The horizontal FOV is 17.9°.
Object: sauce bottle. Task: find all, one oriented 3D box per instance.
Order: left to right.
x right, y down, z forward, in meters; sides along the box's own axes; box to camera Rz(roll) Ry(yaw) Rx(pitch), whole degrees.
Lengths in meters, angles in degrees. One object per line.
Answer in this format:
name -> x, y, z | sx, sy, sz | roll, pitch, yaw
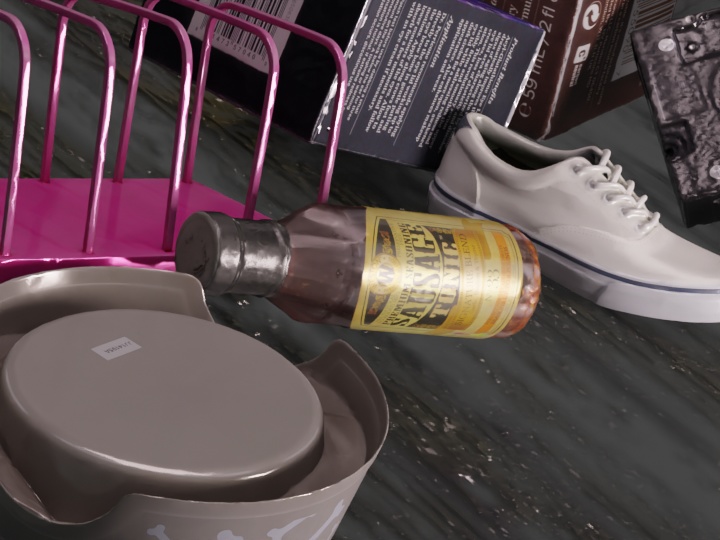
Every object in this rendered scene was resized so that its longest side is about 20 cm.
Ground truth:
sauce bottle -> 0.000, 0.000, 1.159 | 0.200, 0.066, 0.066 | 3, 27, -37

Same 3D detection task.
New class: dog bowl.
dog bowl -> -0.090, 0.070, 1.013 | 0.200, 0.059, 0.200 | 11, 25, -5

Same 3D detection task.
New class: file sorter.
file sorter -> -0.125, -0.075, 1.167 | 0.200, 0.126, 0.139 | -2, 18, -38

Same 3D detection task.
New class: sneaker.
sneaker -> 0.131, -0.031, 1.299 | 0.200, 0.071, 0.073 | 22, 27, 18

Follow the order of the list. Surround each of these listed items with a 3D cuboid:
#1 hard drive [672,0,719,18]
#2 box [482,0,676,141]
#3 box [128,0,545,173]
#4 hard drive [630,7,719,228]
hard drive -> 0.286, -0.179, 1.603 | 0.132, 0.027, 0.200 | 8, -4, -11
box -> 0.098, -0.210, 1.535 | 0.200, 0.166, 0.164 | 26, 30, 26
box -> -0.010, -0.135, 1.343 | 0.148, 0.104, 0.200 | 28, 11, 29
hard drive -> 0.280, -0.113, 1.420 | 0.200, 0.038, 0.140 | -16, 56, 5
